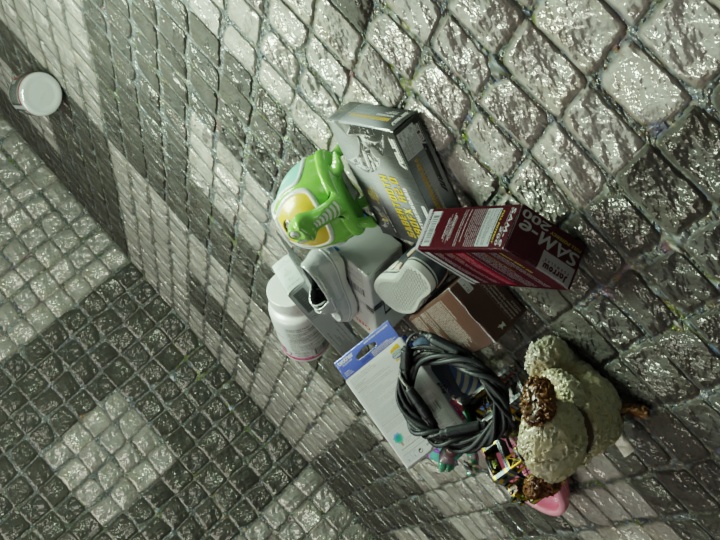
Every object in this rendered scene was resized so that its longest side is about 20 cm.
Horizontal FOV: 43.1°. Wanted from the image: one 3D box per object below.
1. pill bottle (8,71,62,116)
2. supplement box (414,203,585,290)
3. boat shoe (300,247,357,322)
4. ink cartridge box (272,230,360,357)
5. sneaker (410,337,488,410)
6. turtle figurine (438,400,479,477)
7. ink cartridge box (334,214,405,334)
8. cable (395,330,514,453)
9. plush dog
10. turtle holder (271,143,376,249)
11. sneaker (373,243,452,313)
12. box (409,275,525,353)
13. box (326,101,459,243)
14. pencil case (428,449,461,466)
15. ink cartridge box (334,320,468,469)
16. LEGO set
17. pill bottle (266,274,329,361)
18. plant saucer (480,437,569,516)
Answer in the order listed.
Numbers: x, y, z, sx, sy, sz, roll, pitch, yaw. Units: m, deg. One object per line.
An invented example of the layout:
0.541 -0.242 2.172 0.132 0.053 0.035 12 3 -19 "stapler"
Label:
-0.899 -0.484 2.503 0.199 0.116 0.117 17 143 56 "pill bottle"
0.164 -0.028 1.106 0.108 0.062 0.199 29 169 -25 "supplement box"
-0.054 0.033 1.462 0.072 0.068 0.201 41 161 24 "boat shoe"
-0.088 0.043 1.618 0.200 0.043 0.174 51 -178 -39 "ink cartridge box"
0.136 0.196 1.489 0.080 0.146 0.202 9 135 60 "sneaker"
0.154 0.289 1.581 0.149 0.101 0.200 40 151 6 "turtle figurine"
0.000 0.000 1.518 0.146 0.084 0.201 39 159 27 "ink cartridge box"
0.132 0.189 1.323 0.198 0.051 0.166 26 113 27 "cable"
0.265 0.204 1.172 0.159 0.171 0.203 8 114 43 "plush dog"
-0.057 -0.087 1.331 0.141 0.130 0.187 54 -165 -43 "turtle holder"
0.085 0.006 1.355 0.078 0.080 0.200 45 159 -4 "sneaker"
0.151 0.065 1.337 0.100 0.075 0.200 49 162 1 "box"
0.052 -0.127 1.236 0.158 0.048 0.202 22 146 52 "box"
0.142 0.277 1.704 0.085 0.092 0.202 48 164 48 "pencil case"
0.062 0.190 1.417 0.201 0.119 0.042 53 -164 6 "ink cartridge box"
0.250 0.241 1.380 0.153 0.116 0.202 35 -153 -32 "LEGO set"
-0.132 0.094 1.923 0.113 0.113 0.201 36 156 31 "pill bottle"
0.283 0.328 1.559 0.200 0.051 0.201 43 160 20 "plant saucer"
